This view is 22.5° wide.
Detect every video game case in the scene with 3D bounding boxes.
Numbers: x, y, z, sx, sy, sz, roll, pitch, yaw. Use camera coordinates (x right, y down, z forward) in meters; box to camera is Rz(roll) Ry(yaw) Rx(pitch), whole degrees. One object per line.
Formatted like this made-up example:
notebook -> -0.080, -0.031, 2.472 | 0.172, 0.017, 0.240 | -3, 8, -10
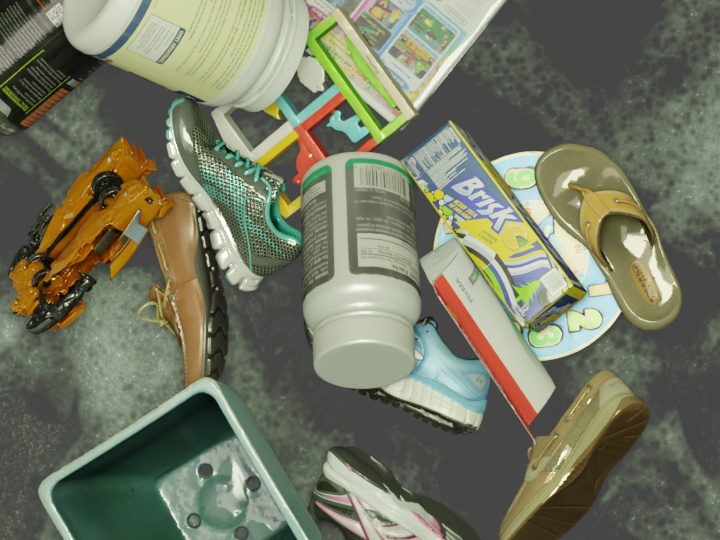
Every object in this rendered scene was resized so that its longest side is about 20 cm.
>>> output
video game case -> 0.022, -0.271, 1.783 | 0.200, 0.024, 0.182 | 40, 96, 7

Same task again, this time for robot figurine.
robot figurine -> -0.271, -0.026, 1.783 | 0.200, 0.058, 0.145 | -48, 39, 14

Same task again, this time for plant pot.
plant pot -> -0.150, 0.230, 1.711 | 0.195, 0.200, 0.197 | -32, 84, 6

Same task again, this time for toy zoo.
toy zoo -> -0.057, -0.144, 1.782 | 0.199, 0.020, 0.132 | -38, 85, 16

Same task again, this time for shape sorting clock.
shape sorting clock -> 0.167, -0.014, 1.747 | 0.198, 0.039, 0.202 | 0, 89, 9

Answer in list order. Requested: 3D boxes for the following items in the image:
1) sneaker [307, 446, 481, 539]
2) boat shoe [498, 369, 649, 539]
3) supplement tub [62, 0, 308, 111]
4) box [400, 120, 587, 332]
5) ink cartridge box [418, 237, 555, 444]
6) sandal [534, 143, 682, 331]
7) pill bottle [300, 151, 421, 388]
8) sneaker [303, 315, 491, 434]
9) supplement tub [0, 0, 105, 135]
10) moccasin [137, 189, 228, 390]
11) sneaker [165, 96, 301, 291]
sneaker -> 0.035, 0.257, 1.754 | 0.199, 0.080, 0.087 | 37, 106, 16
boat shoe -> 0.195, 0.186, 1.731 | 0.201, 0.071, 0.065 | -52, 47, 13
supplement tub -> -0.162, -0.241, 1.697 | 0.199, 0.145, 0.146 | 21, 93, -32
box -> 0.126, -0.041, 1.705 | 0.064, 0.070, 0.201 | -38, 73, 11
ink cartridge box -> 0.120, 0.058, 1.637 | 0.050, 0.200, 0.162 | -34, 99, 1
sandal -> 0.237, -0.035, 1.694 | 0.080, 0.054, 0.201 | -31, 84, 2
pill bottle -> 0.000, 0.000, 1.698 | 0.112, 0.113, 0.202 | -7, 60, 9
sneaker -> 0.038, 0.082, 1.761 | 0.199, 0.078, 0.091 | 25, 74, 5
supplement tub -> -0.330, -0.219, 1.788 | 0.199, 0.122, 0.123 | -38, 84, 6
moccasin -> -0.177, 0.023, 1.783 | 0.077, 0.074, 0.204 | -11, 86, 11
sneaker -> -0.117, -0.084, 1.760 | 0.091, 0.078, 0.201 | -22, 105, 18
